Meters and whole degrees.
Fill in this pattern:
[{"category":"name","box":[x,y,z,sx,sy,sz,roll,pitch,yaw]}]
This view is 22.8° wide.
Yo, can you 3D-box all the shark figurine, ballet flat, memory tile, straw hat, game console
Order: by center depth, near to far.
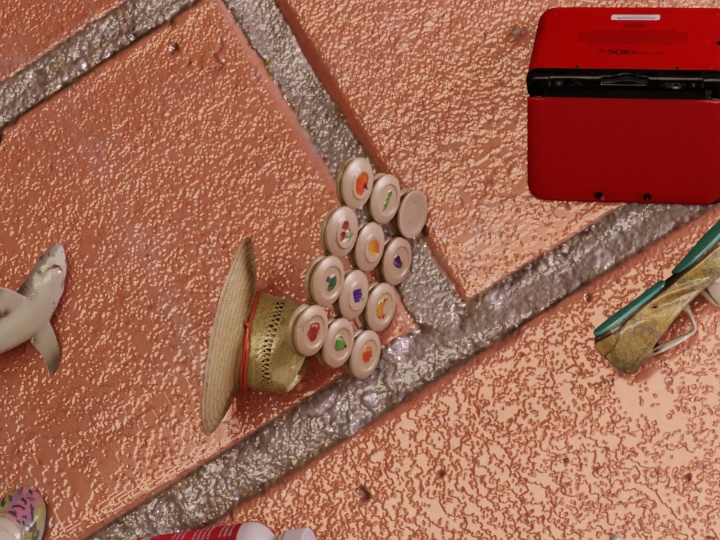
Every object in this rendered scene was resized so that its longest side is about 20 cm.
[{"category":"ballet flat","box":[0.313,0.023,1.714,0.200,0.071,0.071,-42,70,1]},{"category":"straw hat","box":[-0.090,0.071,1.745,0.084,0.201,0.203,11,79,5]},{"category":"memory tile","box":[0.000,0.000,1.751,0.017,0.153,0.202,12,81,35]},{"category":"game console","box":[0.272,-0.169,1.791,0.198,0.119,0.173,3,46,14]},{"category":"ballet flat","box":[-0.388,0.311,1.815,0.069,0.071,0.201,30,85,20]},{"category":"shark figurine","box":[-0.401,0.059,1.867,0.089,0.213,0.129,6,110,53]}]

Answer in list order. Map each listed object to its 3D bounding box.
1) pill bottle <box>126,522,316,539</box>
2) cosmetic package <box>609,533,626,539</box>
[{"category":"pill bottle","box":[-0.140,0.306,1.731,0.198,0.112,0.113,-10,74,12]},{"category":"cosmetic package","box":[0.216,0.354,1.640,0.103,0.087,0.200,38,87,18]}]
